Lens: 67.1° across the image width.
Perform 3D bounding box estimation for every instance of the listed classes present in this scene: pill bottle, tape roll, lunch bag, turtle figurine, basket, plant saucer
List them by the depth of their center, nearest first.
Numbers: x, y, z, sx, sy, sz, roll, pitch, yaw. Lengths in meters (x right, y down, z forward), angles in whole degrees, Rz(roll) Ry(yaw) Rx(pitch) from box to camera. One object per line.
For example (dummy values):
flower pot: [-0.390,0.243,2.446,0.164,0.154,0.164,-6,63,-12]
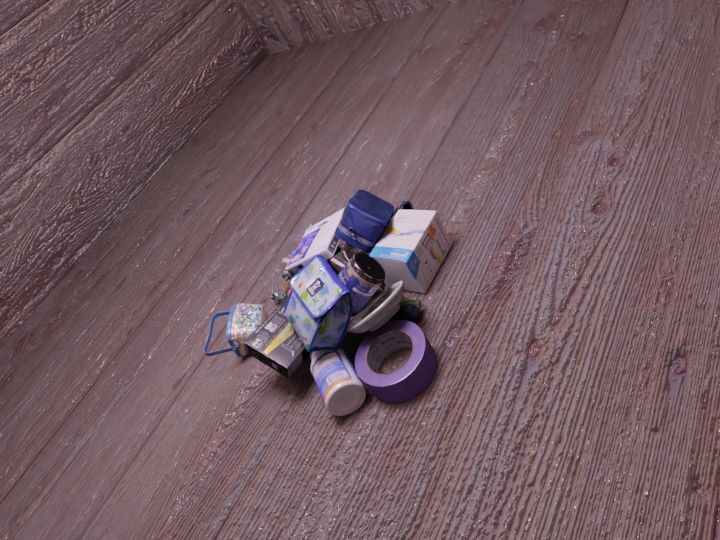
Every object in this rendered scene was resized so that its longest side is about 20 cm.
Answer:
tape roll: [0.090,0.232,1.398,0.198,0.085,0.201,-21,39,18]
lunch bag: [-0.106,0.086,1.425,0.170,0.126,0.201,48,124,39]
plant saucer: [0.050,0.110,1.444,0.200,0.050,0.200,-40,3,3]
pill bottle: [-0.069,0.277,1.446,0.112,0.112,0.200,-35,37,-1]
pill bottle: [-0.026,0.057,1.513,0.201,0.111,0.112,-53,29,28]
lunch bag: [0.009,-0.140,1.638,0.133,0.135,0.200,-64,-3,28]
basket: [-0.401,0.189,1.759,0.198,0.140,0.177,-15,42,9]
turtle figurine: [-0.237,0.062,1.793,0.100,0.151,0.201,-2,45,-24]

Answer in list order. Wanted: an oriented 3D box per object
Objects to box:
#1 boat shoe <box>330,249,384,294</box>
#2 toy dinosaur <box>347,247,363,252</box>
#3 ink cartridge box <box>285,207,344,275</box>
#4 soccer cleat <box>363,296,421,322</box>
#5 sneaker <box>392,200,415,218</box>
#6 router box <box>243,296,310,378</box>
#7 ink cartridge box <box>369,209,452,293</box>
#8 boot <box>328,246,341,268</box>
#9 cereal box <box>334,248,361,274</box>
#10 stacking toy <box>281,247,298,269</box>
boat shoe: [0.000,0.000,1.608,0.199,0.073,0.063,31,70,27]
toy dinosaur: [0.066,-0.065,1.719,0.198,0.061,0.106,-11,3,-11]
ink cartridge box: [-0.133,-0.092,1.748,0.197,0.043,0.201,-23,33,40]
soccer cleat: [0.086,0.099,1.556,0.199,0.065,0.084,11,61,37]
sneaker: [0.139,-0.180,1.770,0.081,0.116,0.199,-47,39,-17]
router box: [-0.203,0.184,1.529,0.156,0.053,0.200,26,52,22]
ink cartridge box: [0.152,-0.061,1.609,0.144,0.148,0.201,8,55,41]
boot: [-0.098,-0.013,1.732,0.210,0.080,0.158,11,56,46]
cereal box: [-0.029,-0.002,1.768,0.199,0.040,0.144,-33,37,4]
stacking toy: [-0.187,-0.070,1.932,0.085,0.086,0.200,15,54,44]
